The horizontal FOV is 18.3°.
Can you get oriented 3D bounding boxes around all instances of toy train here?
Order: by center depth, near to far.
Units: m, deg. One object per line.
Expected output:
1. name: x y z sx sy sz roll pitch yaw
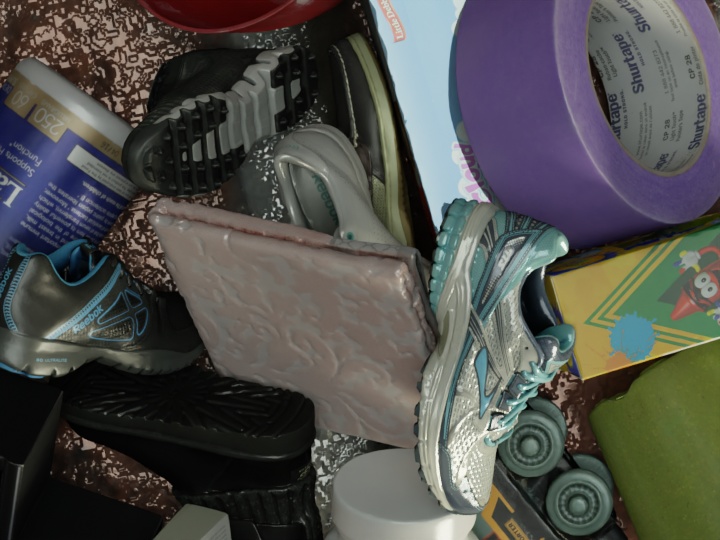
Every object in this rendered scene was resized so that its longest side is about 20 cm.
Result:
1. toy train: 0.093 0.135 1.538 0.114 0.085 0.200 -39 92 9

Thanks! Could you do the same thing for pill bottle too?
1. pill bottle: 0.026 0.228 1.485 0.116 0.116 0.201 0 115 -2
2. pill bottle: -0.235 -0.032 1.505 0.116 0.116 0.200 35 90 -2

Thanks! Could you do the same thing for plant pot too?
1. plant pot: 0.250 0.145 1.500 0.200 0.200 0.190 -32 80 -1

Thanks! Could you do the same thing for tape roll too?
1. tape roll: 0.157 -0.119 1.471 0.085 0.200 0.201 -15 92 42

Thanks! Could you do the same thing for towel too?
1. towel: -0.029 0.038 1.455 0.190 0.200 0.032 11 53 26

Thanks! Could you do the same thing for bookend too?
1. bookend: -0.218 0.165 1.463 0.199 0.092 0.199 18 129 3

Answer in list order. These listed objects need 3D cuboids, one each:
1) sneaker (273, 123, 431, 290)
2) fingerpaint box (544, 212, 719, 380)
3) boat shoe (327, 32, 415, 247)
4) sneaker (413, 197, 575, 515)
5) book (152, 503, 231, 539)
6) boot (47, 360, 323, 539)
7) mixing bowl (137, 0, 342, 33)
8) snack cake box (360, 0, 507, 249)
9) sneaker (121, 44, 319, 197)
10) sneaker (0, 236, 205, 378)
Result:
1. sneaker: 0.000 0.000 1.466 0.075 0.088 0.200 -35 92 17
2. fingerpaint box: 0.201 0.011 1.476 0.166 0.200 0.074 -17 90 -1
3. boat shoe: -0.004 -0.059 1.533 0.066 0.072 0.202 -12 96 -6
4. sneaker: 0.084 0.060 1.369 0.086 0.078 0.201 9 108 18
5. book: -0.126 0.274 1.467 0.048 0.134 0.201 12 119 24
6. boot: -0.118 0.150 1.531 0.210 0.079 0.158 14 124 27
7. mixing bowl: -0.058 -0.240 1.492 0.199 0.108 0.201 -8 75 29
8. snack cake box: 0.059 -0.104 1.512 0.067 0.115 0.201 -16 92 -2
9. sneaker: -0.112 -0.101 1.485 0.090 0.200 0.067 10 118 28
10. sneaker: -0.164 0.023 1.474 0.073 0.200 0.082 20 102 31
